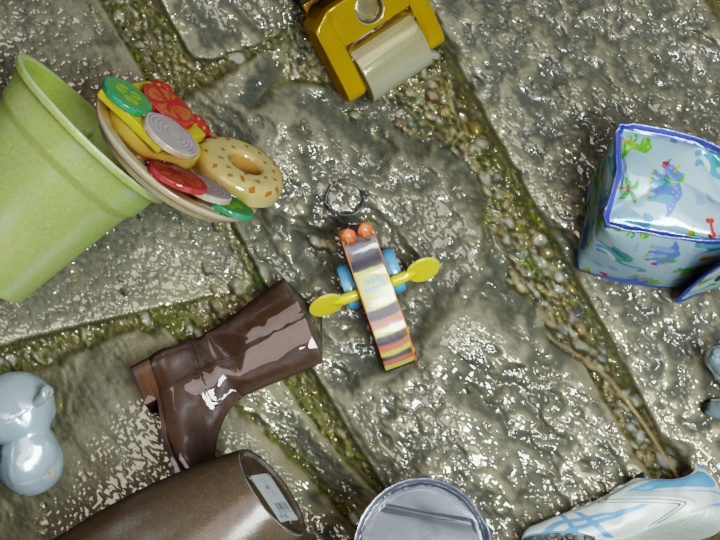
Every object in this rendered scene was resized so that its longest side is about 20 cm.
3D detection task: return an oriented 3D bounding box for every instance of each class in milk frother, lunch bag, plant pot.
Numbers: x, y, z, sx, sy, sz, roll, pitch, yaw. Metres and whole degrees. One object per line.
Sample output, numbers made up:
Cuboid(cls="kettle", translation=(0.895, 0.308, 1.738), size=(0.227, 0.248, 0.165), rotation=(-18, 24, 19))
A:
Cuboid(cls="milk frother", translation=(0.047, 0.303, 1.034), size=(0.179, 0.188, 0.202), rotation=(-28, 77, -4))
Cuboid(cls="lunch bag", translation=(0.320, -0.045, 1.112), size=(0.196, 0.170, 0.130), rotation=(10, 77, 3))
Cuboid(cls="plant pot", translation=(-0.151, 0.259, 1.032), size=(0.199, 0.187, 0.188), rotation=(-39, 78, 7))
Cuboid(cls="plant pot", translation=(-0.326, -0.078, 1.151), size=(0.184, 0.200, 0.201), rotation=(-44, 79, 4))

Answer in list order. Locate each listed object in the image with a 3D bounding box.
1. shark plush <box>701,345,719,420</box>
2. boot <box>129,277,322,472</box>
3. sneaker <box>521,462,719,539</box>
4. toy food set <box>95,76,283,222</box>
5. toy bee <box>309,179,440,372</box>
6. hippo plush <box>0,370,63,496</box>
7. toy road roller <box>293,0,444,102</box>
Cuboid(cls="shark plush", translation=(0.415, 0.137, 1.110), size=(0.199, 0.083, 0.091), rotation=(40, 81, 10))
Cuboid(cls="boot", translation=(-0.107, 0.126, 1.151), size=(0.198, 0.064, 0.188), rotation=(-27, 79, -9))
Cuboid(cls="sneaker", translation=(0.249, 0.238, 1.110), size=(0.197, 0.072, 0.073), rotation=(-15, 42, 5))
Cuboid(cls="toy food set", translation=(-0.174, -0.120, 1.145), size=(0.200, 0.198, 0.049), rotation=(44, 112, 3))
Cuboid(cls="toy bee", translation=(0.000, 0.000, 1.148), size=(0.131, 0.109, 0.200), rotation=(-40, 78, -5))
Cuboid(cls="hippo plush", translation=(-0.380, 0.161, 1.130), size=(0.159, 0.159, 0.203), rotation=(-17, 91, -32))
Cuboid(cls="toy road roller", translation=(-0.014, -0.292, 1.226), size=(0.122, 0.146, 0.202), rotation=(-32, 115, -6))
